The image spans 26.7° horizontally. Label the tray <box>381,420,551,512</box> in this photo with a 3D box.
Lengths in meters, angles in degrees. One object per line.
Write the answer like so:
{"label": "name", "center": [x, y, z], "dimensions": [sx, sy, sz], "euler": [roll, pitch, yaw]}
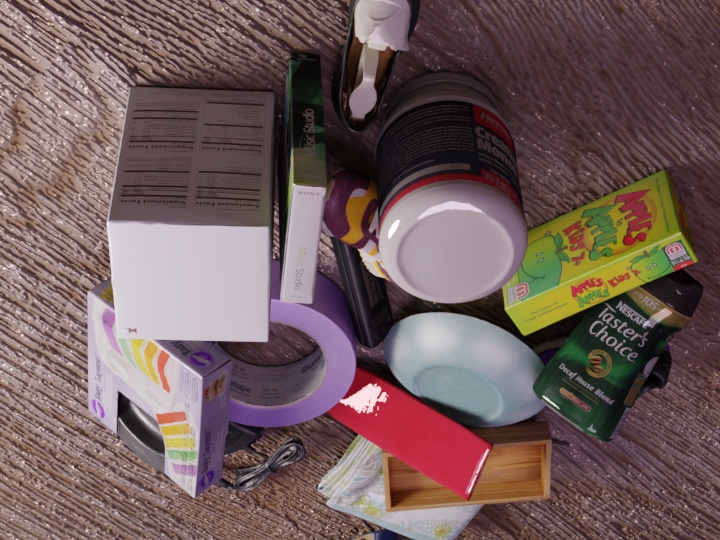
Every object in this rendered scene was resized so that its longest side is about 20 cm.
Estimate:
{"label": "tray", "center": [0.125, 0.232, 1.798], "dimensions": [0.197, 0.037, 0.100], "euler": [-5, 128, -1]}

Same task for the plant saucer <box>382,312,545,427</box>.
{"label": "plant saucer", "center": [0.115, 0.126, 1.709], "dimensions": [0.198, 0.039, 0.202], "euler": [15, 144, 11]}

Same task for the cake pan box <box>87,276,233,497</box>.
{"label": "cake pan box", "center": [-0.224, 0.129, 1.672], "dimensions": [0.184, 0.052, 0.202], "euler": [36, 138, 26]}

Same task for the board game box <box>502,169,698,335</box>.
{"label": "board game box", "center": [0.244, -0.019, 1.584], "dimensions": [0.198, 0.102, 0.048], "euler": [-25, 127, 20]}

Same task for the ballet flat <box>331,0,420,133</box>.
{"label": "ballet flat", "center": [0.017, -0.212, 1.426], "dimensions": [0.067, 0.069, 0.202], "euler": [7, 131, -7]}

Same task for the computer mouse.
{"label": "computer mouse", "center": [-0.175, 0.196, 1.814], "dimensions": [0.199, 0.046, 0.140], "euler": [27, 133, -28]}

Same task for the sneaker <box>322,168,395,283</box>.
{"label": "sneaker", "center": [0.029, -0.040, 1.537], "dimensions": [0.089, 0.076, 0.200], "euler": [19, 169, 31]}

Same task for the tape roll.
{"label": "tape roll", "center": [-0.103, 0.084, 1.695], "dimensions": [0.197, 0.066, 0.202], "euler": [0, 132, 0]}

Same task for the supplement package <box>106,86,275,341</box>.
{"label": "supplement package", "center": [-0.158, -0.055, 1.475], "dimensions": [0.148, 0.201, 0.153], "euler": [2, 133, -2]}

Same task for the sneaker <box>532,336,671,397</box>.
{"label": "sneaker", "center": [0.257, 0.126, 1.715], "dimensions": [0.198, 0.100, 0.070], "euler": [-20, 128, 17]}

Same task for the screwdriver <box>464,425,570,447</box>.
{"label": "screwdriver", "center": [0.164, 0.197, 1.831], "dimensions": [0.198, 0.028, 0.029], "euler": [12, 168, -26]}

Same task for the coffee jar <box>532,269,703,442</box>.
{"label": "coffee jar", "center": [0.277, 0.074, 1.624], "dimensions": [0.201, 0.104, 0.085], "euler": [-59, 158, 8]}

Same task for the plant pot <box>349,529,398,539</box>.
{"label": "plant pot", "center": [0.001, 0.464, 1.958], "dimensions": [0.198, 0.201, 0.181], "euler": [-22, 123, 19]}

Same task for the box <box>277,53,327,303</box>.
{"label": "box", "center": [-0.057, -0.089, 1.447], "dimensions": [0.036, 0.201, 0.146], "euler": [2, 132, -7]}

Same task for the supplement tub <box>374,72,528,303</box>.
{"label": "supplement tub", "center": [0.084, -0.082, 1.456], "dimensions": [0.138, 0.201, 0.142], "euler": [-1, 133, -1]}

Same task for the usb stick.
{"label": "usb stick", "center": [0.000, 0.000, 1.631], "dimensions": [0.032, 0.056, 0.201], "euler": [18, 141, 31]}

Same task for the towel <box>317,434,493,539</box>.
{"label": "towel", "center": [0.068, 0.255, 1.865], "dimensions": [0.198, 0.049, 0.172], "euler": [21, 129, -19]}

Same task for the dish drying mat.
{"label": "dish drying mat", "center": [0.054, 0.180, 1.737], "dimensions": [0.199, 0.018, 0.078], "euler": [29, 110, 17]}
